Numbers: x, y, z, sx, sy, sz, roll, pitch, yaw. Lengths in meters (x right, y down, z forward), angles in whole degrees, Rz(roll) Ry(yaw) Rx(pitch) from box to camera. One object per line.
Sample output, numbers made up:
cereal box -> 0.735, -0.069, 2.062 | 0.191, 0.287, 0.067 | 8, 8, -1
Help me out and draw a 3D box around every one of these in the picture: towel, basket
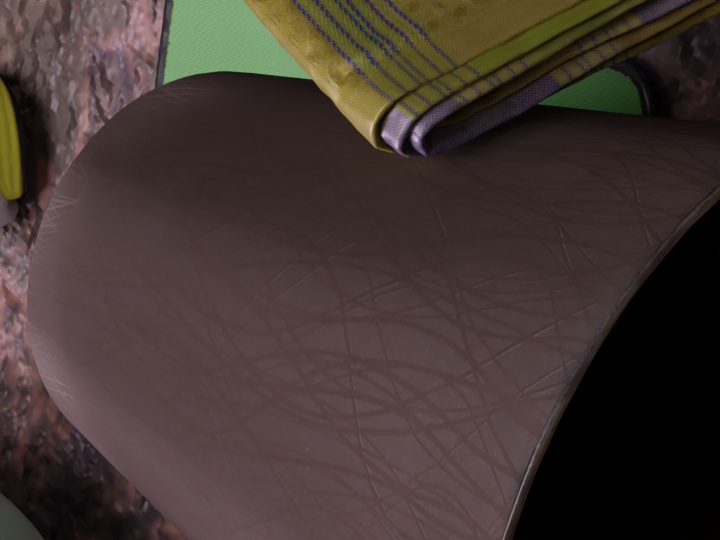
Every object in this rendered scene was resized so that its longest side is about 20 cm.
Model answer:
towel -> 0.010, -0.116, 0.576 | 0.200, 0.143, 0.023 | 48, 156, 30
basket -> 0.016, 0.028, 0.571 | 0.200, 0.136, 0.181 | 23, 90, 46

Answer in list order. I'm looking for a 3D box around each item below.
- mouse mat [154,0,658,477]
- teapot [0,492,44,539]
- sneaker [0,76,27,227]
mouse mat -> 0.000, 0.000, 0.678 | 0.200, 0.008, 0.162 | 20, 108, 43
teapot -> -0.180, 0.147, 0.777 | 0.146, 0.197, 0.201 | 179, 110, -80
sneaker -> -0.206, -0.045, 0.825 | 0.200, 0.084, 0.075 | -4, 90, 45
